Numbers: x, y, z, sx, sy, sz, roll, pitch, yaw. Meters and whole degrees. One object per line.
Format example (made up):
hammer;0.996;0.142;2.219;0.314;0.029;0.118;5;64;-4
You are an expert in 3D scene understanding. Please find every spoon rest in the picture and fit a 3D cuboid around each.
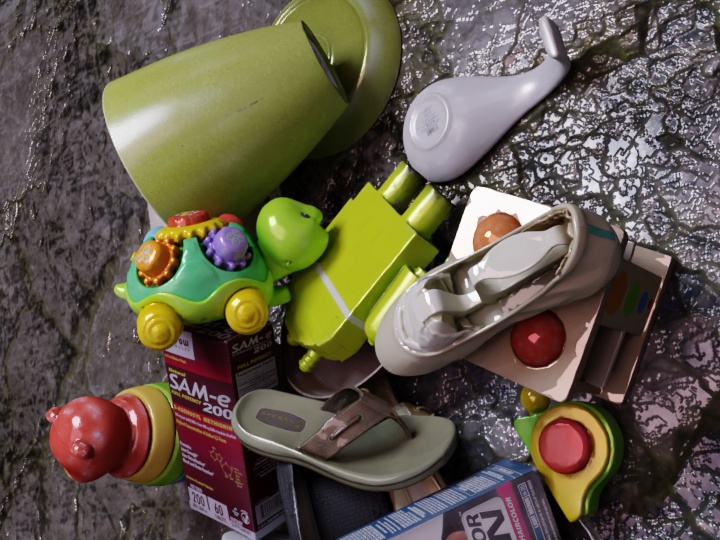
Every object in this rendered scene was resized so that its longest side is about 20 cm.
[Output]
spoon rest;0.114;-0.153;0.763;0.199;0.060;0.101;-29;64;43

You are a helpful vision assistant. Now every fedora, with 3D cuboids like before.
fedora;-0.007;0.244;0.733;0.090;0.201;0.203;-17;69;-3

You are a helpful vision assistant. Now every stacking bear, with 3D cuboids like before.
stacking bear;-0.227;0.172;0.854;0.121;0.199;0.115;43;106;32

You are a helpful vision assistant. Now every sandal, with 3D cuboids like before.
sandal;-0.018;0.129;0.686;0.198;0.080;0.058;7;124;15

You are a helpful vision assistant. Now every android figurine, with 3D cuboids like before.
android figurine;0.000;0.000;0.741;0.201;0.041;0.182;-53;32;8

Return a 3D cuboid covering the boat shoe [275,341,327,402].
boat shoe;-0.076;0.129;0.841;0.200;0.073;0.064;31;133;26

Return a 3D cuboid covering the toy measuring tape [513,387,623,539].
toy measuring tape;0.189;0.167;0.638;0.073;0.073;0.202;-42;61;22

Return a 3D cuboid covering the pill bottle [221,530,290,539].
pill bottle;-0.103;0.358;0.788;0.109;0.110;0.204;1;83;35

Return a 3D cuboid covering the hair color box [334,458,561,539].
hair color box;0.057;0.233;0.637;0.101;0.197;0.060;69;164;-1

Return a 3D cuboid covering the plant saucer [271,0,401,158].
plant saucer;-0.046;-0.224;0.897;0.198;0.031;0.204;-7;77;35

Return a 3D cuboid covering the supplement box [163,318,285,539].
supplement box;-0.127;0.144;0.801;0.108;0.060;0.203;8;111;42

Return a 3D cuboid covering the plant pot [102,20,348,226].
plant pot;-0.118;-0.154;0.825;0.198;0.187;0.189;-28;66;11

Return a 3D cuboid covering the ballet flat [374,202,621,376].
ballet flat;0.075;0.014;0.554;0.199;0.069;0.070;-31;65;28

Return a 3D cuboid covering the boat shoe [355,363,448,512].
boat shoe;0.050;0.161;0.744;0.066;0.074;0.202;-24;59;5

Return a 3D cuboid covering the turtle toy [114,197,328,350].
turtle toy;-0.124;-0.006;0.749;0.146;0.197;0.103;-132;32;-74

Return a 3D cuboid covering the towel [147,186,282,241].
towel;-0.170;-0.068;0.958;0.198;0.034;0.135;-26;66;30

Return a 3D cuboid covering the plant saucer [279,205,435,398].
plant saucer;0.001;0.031;0.783;0.199;0.032;0.203;-32;42;33

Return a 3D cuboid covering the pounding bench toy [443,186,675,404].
pounding bench toy;0.117;0.010;0.661;0.198;0.155;0.126;22;95;36
